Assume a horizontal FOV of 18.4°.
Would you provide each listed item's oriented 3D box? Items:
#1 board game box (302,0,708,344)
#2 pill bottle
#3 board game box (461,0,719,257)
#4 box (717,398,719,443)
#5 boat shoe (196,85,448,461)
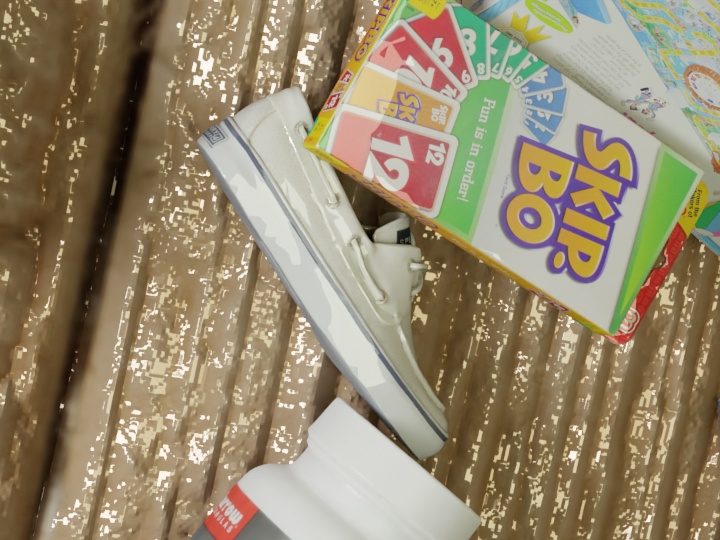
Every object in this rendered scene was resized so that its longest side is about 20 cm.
[{"bbox_3d":[0.078,-0.049,1.071,0.200,0.030,0.096,32,84,-22],"label":"board game box"},{"bbox_3d":[-0.040,0.168,1.085,0.116,0.116,0.200,41,87,-22],"label":"pill bottle"},{"bbox_3d":[0.164,-0.101,1.084,0.200,0.034,0.134,38,131,-26],"label":"board game box"},{"bbox_3d":[0.296,0.123,1.226,0.199,0.040,0.137,-10,106,-16],"label":"box"},{"bbox_3d":[0.000,0.000,1.087,0.070,0.071,0.200,-34,104,-5],"label":"boat shoe"}]
